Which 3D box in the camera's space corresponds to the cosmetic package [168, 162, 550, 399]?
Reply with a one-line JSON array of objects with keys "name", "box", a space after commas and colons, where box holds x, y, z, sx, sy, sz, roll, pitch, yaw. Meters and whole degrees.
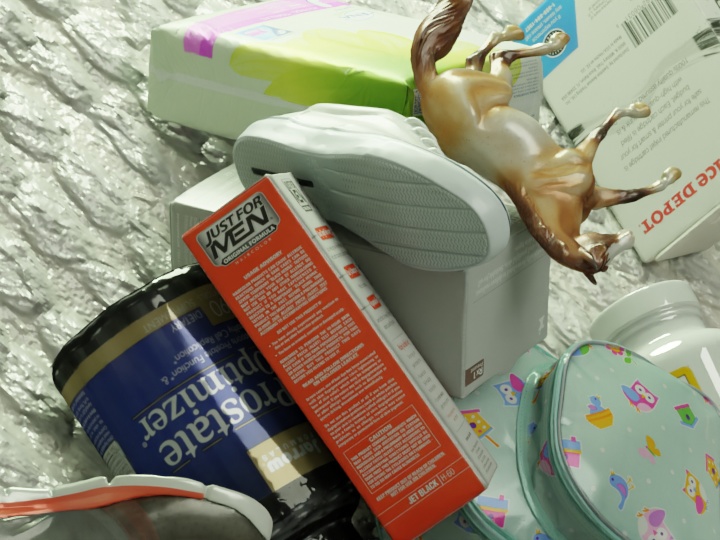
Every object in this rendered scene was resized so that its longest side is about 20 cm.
[{"name": "cosmetic package", "box": [0.000, 0.000, 1.672, 0.107, 0.200, 0.090, -34, 128, -54]}]

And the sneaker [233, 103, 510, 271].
[{"name": "sneaker", "box": [0.016, -0.057, 1.601, 0.071, 0.200, 0.073, -35, 128, -31]}]

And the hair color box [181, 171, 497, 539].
[{"name": "hair color box", "box": [-0.009, 0.045, 1.560, 0.200, 0.061, 0.102, 56, 6, 2]}]

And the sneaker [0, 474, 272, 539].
[{"name": "sneaker", "box": [-0.143, 0.152, 1.469, 0.199, 0.077, 0.082, -2, 69, -7]}]

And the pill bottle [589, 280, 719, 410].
[{"name": "pill bottle", "box": [0.219, 0.109, 1.857, 0.104, 0.104, 0.200, -1, 58, -44]}]

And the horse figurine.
[{"name": "horse figurine", "box": [0.094, -0.081, 1.655, 0.200, 0.050, 0.132, 45, 51, 13]}]

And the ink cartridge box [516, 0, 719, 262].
[{"name": "ink cartridge box", "box": [0.218, -0.127, 2.032, 0.084, 0.146, 0.200, -10, 66, -50]}]

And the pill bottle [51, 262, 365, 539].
[{"name": "pill bottle", "box": [-0.070, 0.106, 1.573, 0.112, 0.112, 0.200, -21, 73, -51]}]

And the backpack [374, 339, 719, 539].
[{"name": "backpack", "box": [0.112, 0.128, 1.704, 0.200, 0.153, 0.176, 23, 48, -17]}]

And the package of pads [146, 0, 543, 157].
[{"name": "package of pads", "box": [-0.006, -0.114, 1.780, 0.200, 0.068, 0.154, 17, 21, 34]}]
